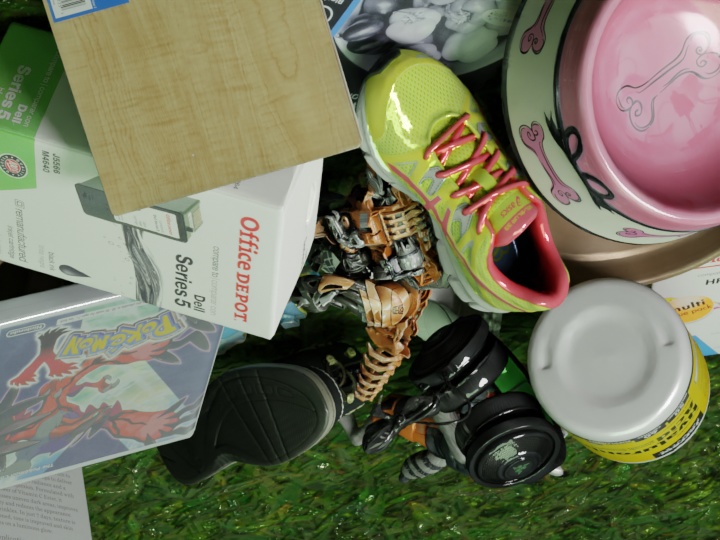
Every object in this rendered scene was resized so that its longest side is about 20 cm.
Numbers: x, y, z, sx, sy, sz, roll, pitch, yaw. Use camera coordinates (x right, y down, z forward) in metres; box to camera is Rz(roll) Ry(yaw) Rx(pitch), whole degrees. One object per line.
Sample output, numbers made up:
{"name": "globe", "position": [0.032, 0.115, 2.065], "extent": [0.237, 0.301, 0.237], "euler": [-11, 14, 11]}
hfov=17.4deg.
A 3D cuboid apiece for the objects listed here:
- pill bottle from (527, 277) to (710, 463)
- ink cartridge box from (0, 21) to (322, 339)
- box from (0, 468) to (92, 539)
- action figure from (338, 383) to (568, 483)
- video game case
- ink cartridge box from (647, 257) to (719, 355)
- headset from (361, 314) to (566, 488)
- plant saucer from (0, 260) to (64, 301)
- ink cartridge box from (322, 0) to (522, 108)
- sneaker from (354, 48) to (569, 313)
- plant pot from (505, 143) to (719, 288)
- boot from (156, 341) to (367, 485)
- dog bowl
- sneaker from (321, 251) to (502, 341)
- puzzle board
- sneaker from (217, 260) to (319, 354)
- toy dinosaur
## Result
{"name": "pill bottle", "position": [0.186, 0.076, 1.645], "extent": [0.111, 0.111, 0.200], "euler": [-19, 165, 10]}
{"name": "ink cartridge box", "position": [-0.130, -0.053, 1.434], "extent": [0.200, 0.084, 0.146], "euler": [16, 146, 6]}
{"name": "box", "position": [-0.288, 0.235, 1.794], "extent": [0.106, 0.200, 0.152], "euler": [16, 139, -39]}
{"name": "action figure", "position": [0.102, 0.125, 1.784], "extent": [0.200, 0.105, 0.193], "euler": [10, 179, -29]}
{"name": "video game case", "position": [-0.186, 0.072, 1.562], "extent": [0.200, 0.023, 0.182], "euler": [-14, 144, -29]}
{"name": "ink cartridge box", "position": [0.258, -0.014, 1.711], "extent": [0.115, 0.068, 0.200], "euler": [-9, 148, -3]}
{"name": "headset", "position": [0.071, 0.096, 1.600], "extent": [0.094, 0.124, 0.200], "euler": [-37, 165, 16]}
{"name": "plant saucer", "position": [-0.261, 0.051, 1.567], "extent": [0.029, 0.200, 0.200], "euler": [30, 146, 10]}
{"name": "ink cartridge box", "position": [-0.018, -0.133, 1.458], "extent": [0.198, 0.043, 0.200], "euler": [8, 144, -30]}
{"name": "sneaker", "position": [0.072, -0.053, 1.436], "extent": [0.078, 0.090, 0.200], "euler": [-43, 119, -15]}
{"name": "plant pot", "position": [0.174, -0.076, 1.564], "extent": [0.200, 0.093, 0.201], "euler": [-8, 147, -5]}
{"name": "boot", "position": [-0.042, 0.088, 1.697], "extent": [0.154, 0.074, 0.203], "euler": [-24, 180, -39]}
{"name": "dog bowl", "position": [0.189, -0.112, 1.412], "extent": [0.200, 0.201, 0.074], "euler": [3, -176, -22]}
{"name": "sneaker", "position": [0.040, 0.012, 1.693], "extent": [0.080, 0.077, 0.200], "euler": [-7, 152, 27]}
{"name": "puzzle board", "position": [-0.098, -0.145, 1.321], "extent": [0.150, 0.017, 0.200], "euler": [-15, 103, 7]}
{"name": "sneaker", "position": [-0.096, 0.039, 1.667], "extent": [0.130, 0.080, 0.200], "euler": [-3, 148, -12]}
{"name": "toy dinosaur", "position": [0.000, 0.000, 1.540], "extent": [0.136, 0.200, 0.102], "euler": [18, -163, 23]}
